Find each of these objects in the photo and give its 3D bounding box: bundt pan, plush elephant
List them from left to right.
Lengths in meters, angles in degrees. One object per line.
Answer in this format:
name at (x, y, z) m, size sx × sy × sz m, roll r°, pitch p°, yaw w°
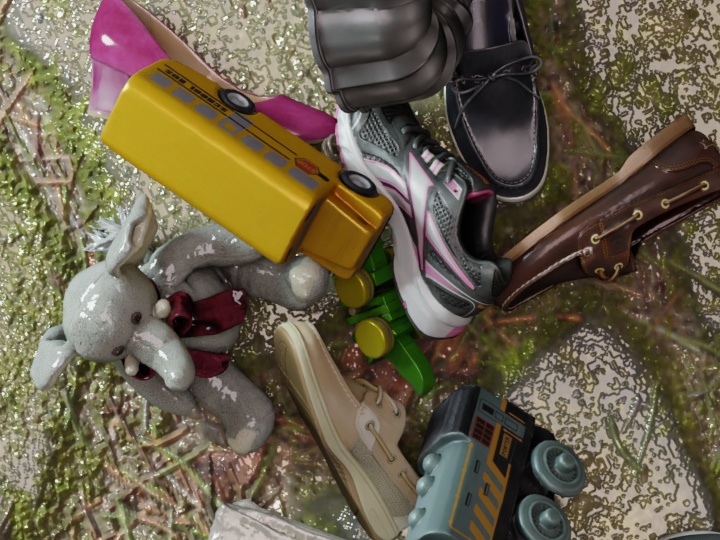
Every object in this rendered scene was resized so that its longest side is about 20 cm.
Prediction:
plush elephant at (-0.144, 0.034, 1.659) m, size 0.200 × 0.155 × 0.165 m, roll 35°, pitch 115°, yaw 12°
bundt pan at (0.028, -0.209, 1.605) m, size 0.075 × 0.202 × 0.203 m, roll 0°, pitch 88°, yaw 19°

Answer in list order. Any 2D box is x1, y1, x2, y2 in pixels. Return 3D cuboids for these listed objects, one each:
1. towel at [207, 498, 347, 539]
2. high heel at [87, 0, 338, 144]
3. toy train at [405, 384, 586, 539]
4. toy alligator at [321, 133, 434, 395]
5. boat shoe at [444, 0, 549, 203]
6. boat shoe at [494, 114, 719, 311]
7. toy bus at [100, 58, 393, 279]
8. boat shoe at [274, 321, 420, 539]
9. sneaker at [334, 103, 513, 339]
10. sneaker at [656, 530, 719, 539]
towel at (-0.075, 0.279, 1.719) m, size 0.132 × 0.034 × 0.201 m, roll 21°, pitch 90°, yaw 6°
high heel at (-0.106, -0.148, 1.720) m, size 0.199 × 0.067 × 0.097 m, roll 11°, pitch 99°, yaw 17°
toy train at (0.087, 0.174, 1.643) m, size 0.114 × 0.201 × 0.085 m, roll 32°, pitch 134°, yaw -12°
toy alligator at (0.000, 0.000, 1.711) m, size 0.054 × 0.059 × 0.201 m, roll -19°, pitch 95°, yaw 45°
boat shoe at (0.095, -0.148, 1.708) m, size 0.074 × 0.062 × 0.201 m, roll -9°, pitch 89°, yaw 2°
boat shoe at (0.181, -0.029, 1.693) m, size 0.200 × 0.070 × 0.070 m, roll -37°, pitch 82°, yaw 2°
toy bus at (-0.079, -0.068, 1.644) m, size 0.200 × 0.078 × 0.065 m, roll 34°, pitch 117°, yaw 9°
boat shoe at (-0.002, 0.108, 1.671) m, size 0.065 × 0.072 × 0.201 m, roll -30°, pitch 121°, yaw -7°
sneaker at (0.056, -0.058, 1.678) m, size 0.086 × 0.080 × 0.201 m, roll -30°, pitch 79°, yaw 34°
sneaker at (0.192, 0.245, 1.676) m, size 0.199 × 0.085 × 0.075 m, roll -20°, pitch 88°, yaw 3°
